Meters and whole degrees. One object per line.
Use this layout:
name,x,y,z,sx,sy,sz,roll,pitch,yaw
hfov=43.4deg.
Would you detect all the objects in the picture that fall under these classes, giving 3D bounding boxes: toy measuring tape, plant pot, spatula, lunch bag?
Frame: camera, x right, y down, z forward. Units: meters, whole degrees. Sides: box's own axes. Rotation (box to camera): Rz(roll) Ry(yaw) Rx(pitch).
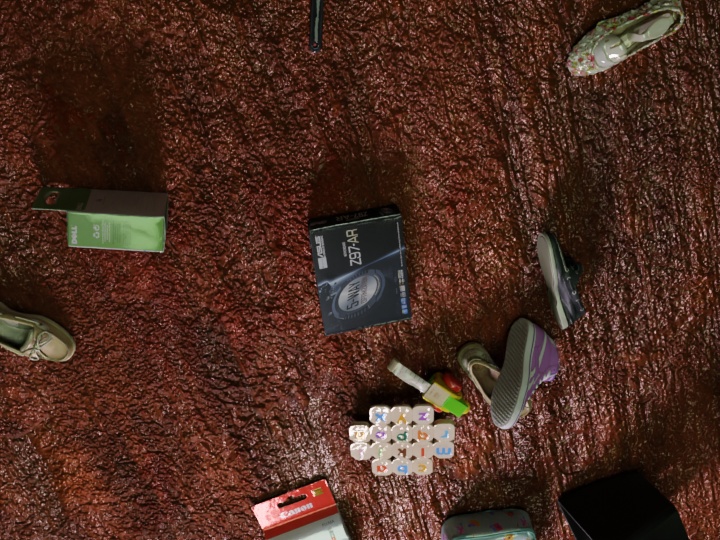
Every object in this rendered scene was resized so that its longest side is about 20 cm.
toy measuring tape,0.123,0.202,1.640,0.198,0.074,0.074,34,106,-23
plant pot,0.541,0.528,1.804,0.176,0.200,0.202,-32,117,-5
spatula,-0.062,-0.424,1.337,0.055,0.021,0.204,2,116,-4
lunch bag,0.262,0.572,1.835,0.195,0.077,0.164,-4,116,-7

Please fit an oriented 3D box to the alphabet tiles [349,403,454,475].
alphabet tiles,0.077,0.315,1.687,0.195,0.015,0.199,-2,130,3

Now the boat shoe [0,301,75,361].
boat shoe,-0.565,0.102,1.482,0.199,0.063,0.074,33,107,-22

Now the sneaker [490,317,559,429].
sneaker,0.306,0.200,1.624,0.113,0.072,0.204,31,69,-30

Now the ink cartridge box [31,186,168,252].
ink cartridge box,-0.399,-0.081,1.399,0.195,0.104,0.061,3,115,-11

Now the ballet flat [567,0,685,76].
ballet flat,0.419,-0.368,1.420,0.198,0.064,0.076,-31,117,7

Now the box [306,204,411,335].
box,0.000,0.000,1.537,0.156,0.044,0.204,-9,117,-5

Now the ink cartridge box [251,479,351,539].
ink cartridge box,-0.106,0.520,1.766,0.159,0.050,0.203,-20,120,0

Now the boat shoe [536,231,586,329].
boat shoe,0.359,0.010,1.585,0.065,0.075,0.202,-20,117,-1

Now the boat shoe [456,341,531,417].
boat shoe,0.251,0.216,1.671,0.073,0.063,0.199,-43,115,12
